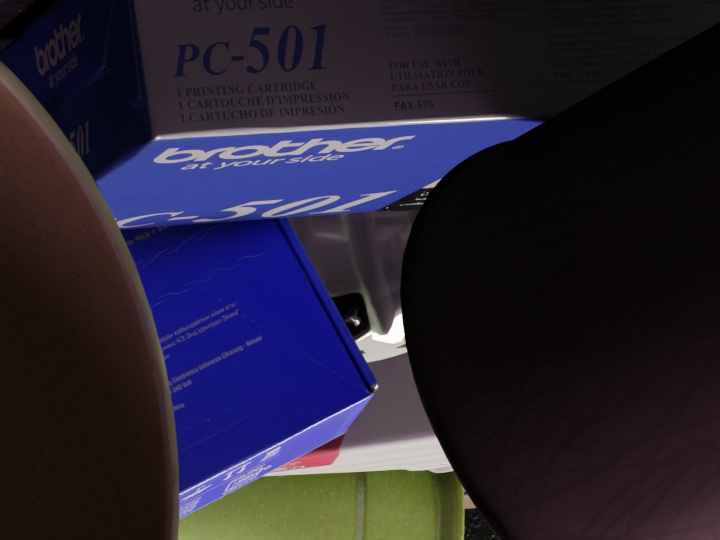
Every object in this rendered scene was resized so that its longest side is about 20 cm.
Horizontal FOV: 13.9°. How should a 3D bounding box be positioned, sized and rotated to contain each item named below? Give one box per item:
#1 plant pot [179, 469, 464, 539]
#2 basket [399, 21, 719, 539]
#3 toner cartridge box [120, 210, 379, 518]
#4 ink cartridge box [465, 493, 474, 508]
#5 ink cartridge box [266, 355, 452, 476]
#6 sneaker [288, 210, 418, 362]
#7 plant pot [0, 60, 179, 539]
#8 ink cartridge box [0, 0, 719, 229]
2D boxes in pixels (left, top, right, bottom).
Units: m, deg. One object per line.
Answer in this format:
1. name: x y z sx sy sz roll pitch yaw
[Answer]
1. plant pot: -0.093 0.092 1.164 0.200 0.201 0.190 -13 159 36
2. basket: 0.140 -0.011 0.540 0.180 0.136 0.200 21 139 -35
3. toner cartridge box: -0.106 0.035 0.670 0.200 0.095 0.043 -26 169 -16
4. ink cartridge box: 0.087 0.100 1.784 0.200 0.075 0.165 -13 170 38
5. ink cartridge box: 0.030 0.024 1.049 0.145 0.084 0.200 -11 173 25
6. sneaker: 0.000 0.000 0.884 0.199 0.067 0.091 -10 171 0
7. plant pot: -0.153 0.042 0.552 0.200 0.201 0.134 -3 178 -38
8. ink cartridge box: 0.028 -0.043 0.654 0.199 0.044 0.094 -4 171 -26
